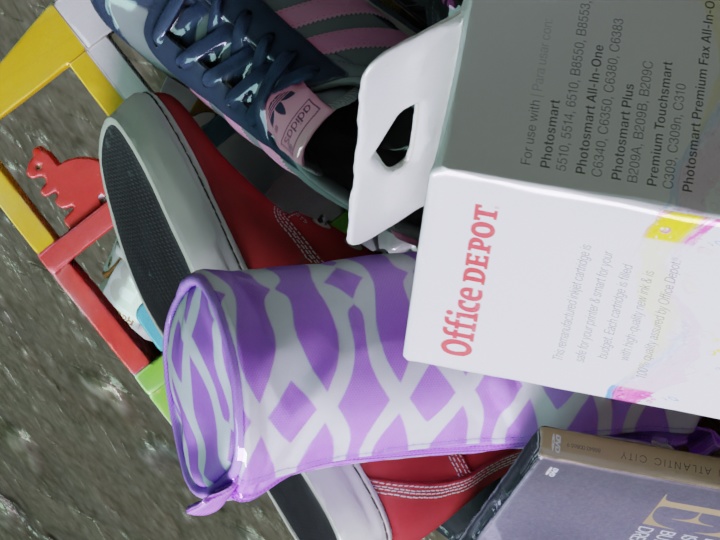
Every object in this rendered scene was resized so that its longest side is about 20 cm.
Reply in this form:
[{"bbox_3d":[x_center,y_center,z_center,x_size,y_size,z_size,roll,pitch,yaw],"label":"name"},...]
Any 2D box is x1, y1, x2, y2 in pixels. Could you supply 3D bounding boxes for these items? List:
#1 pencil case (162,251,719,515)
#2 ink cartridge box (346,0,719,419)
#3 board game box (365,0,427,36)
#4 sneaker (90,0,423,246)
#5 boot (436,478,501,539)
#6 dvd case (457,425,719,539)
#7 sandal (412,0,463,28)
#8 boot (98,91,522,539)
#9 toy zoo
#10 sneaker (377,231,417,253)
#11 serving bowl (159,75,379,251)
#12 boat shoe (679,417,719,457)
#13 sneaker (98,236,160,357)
[{"bbox_3d":[0.030,0.035,1.001,0.084,0.199,0.086,144,120,-69],"label":"pencil case"},{"bbox_3d":[0.099,-0.039,0.912,0.199,0.126,0.129,11,151,2],"label":"ink cartridge box"},{"bbox_3d":[-0.012,-0.163,1.062,0.200,0.028,0.135,48,130,-2],"label":"board game box"},{"bbox_3d":[-0.024,-0.073,1.044,0.200,0.082,0.070,29,112,12],"label":"sneaker"},{"bbox_3d":[0.104,0.133,1.349,0.200,0.066,0.165,43,165,15],"label":"boot"},{"bbox_3d":[0.138,0.107,1.020,0.199,0.016,0.149,10,152,-10],"label":"dvd case"},{"bbox_3d":[0.074,-0.080,1.019,0.200,0.048,0.075,37,132,-25],"label":"sandal"},{"bbox_3d":[0.000,0.000,1.085,0.200,0.144,0.072,57,158,10],"label":"boot"},{"bbox_3d":[-0.070,-0.040,1.117,0.200,0.131,0.020,52,-178,-4],"label":"toy zoo"},{"bbox_3d":[0.042,-0.066,1.153,0.091,0.078,0.201,-13,109,20],"label":"sneaker"},{"bbox_3d":[-0.009,-0.009,1.218,0.066,0.200,0.200,-19,119,21],"label":"serving bowl"},{"bbox_3d":[0.129,0.056,1.141,0.076,0.072,0.200,58,-174,-28],"label":"boat shoe"},{"bbox_3d":[-0.090,-0.010,1.430,0.073,0.085,0.200,39,154,21],"label":"sneaker"}]
